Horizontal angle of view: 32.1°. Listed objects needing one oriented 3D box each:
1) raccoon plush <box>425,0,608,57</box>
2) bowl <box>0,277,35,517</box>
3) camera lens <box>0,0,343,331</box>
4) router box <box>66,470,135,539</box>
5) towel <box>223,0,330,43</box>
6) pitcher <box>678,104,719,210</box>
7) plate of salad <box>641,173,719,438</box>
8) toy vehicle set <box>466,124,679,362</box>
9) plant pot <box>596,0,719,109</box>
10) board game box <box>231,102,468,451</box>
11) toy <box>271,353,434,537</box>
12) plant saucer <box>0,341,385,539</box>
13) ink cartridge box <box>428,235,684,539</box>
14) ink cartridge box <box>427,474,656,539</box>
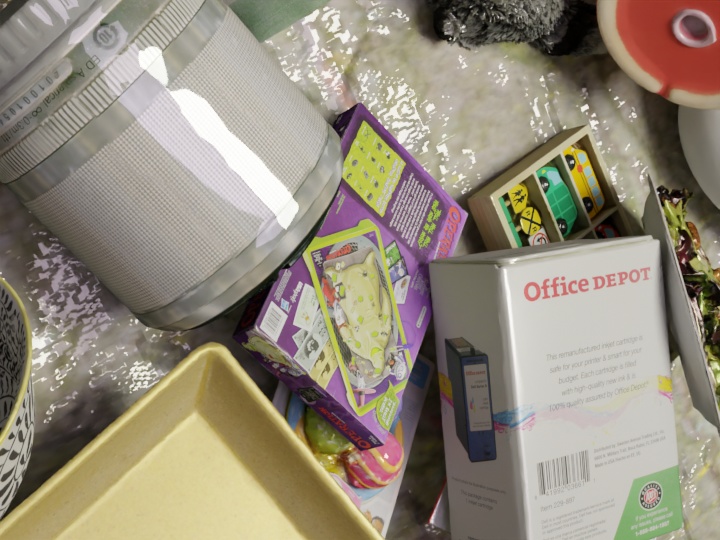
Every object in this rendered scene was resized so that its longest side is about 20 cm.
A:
[{"bbox_3d":[0.137,-0.211,0.870,0.198,0.133,0.098,-2,90,-30],"label":"raccoon plush"},{"bbox_3d":[-0.244,0.098,0.647,0.201,0.200,0.095,-44,140,-22],"label":"bowl"},{"bbox_3d":[-0.119,-0.079,0.708,0.200,0.159,0.160,48,69,-22],"label":"camera lens"},{"bbox_3d":[-0.126,0.236,0.767,0.200,0.051,0.150,46,68,-22],"label":"router box"},{"bbox_3d":[-0.119,-0.202,0.715,0.199,0.152,0.024,39,59,-23],"label":"towel"},{"bbox_3d":[0.338,-0.099,1.011,0.201,0.120,0.172,61,43,-27],"label":"pitcher"},{"bbox_3d":[0.245,0.024,0.908,0.047,0.200,0.203,-16,101,14],"label":"plate of salad"},{"bbox_3d":[0.163,0.008,0.938,0.124,0.026,0.202,-35,108,-35],"label":"toy vehicle set"},{"bbox_3d":[0.262,-0.224,0.885,0.201,0.199,0.178,47,54,-21],"label":"plant pot"},{"bbox_3d":[0.000,0.000,0.813,0.120,0.032,0.201,41,49,-21],"label":"board game box"},{"bbox_3d":[-0.007,0.118,0.813,0.115,0.047,0.202,35,60,-26],"label":"toy"},{"bbox_3d":[-0.096,0.180,0.712,0.200,0.048,0.200,-41,93,-22],"label":"plant saucer"},{"bbox_3d":[0.132,0.083,0.838,0.144,0.087,0.203,-9,97,-32],"label":"ink cartridge box"},{"bbox_3d":[0.131,0.172,0.919,0.199,0.050,0.110,32,75,-26],"label":"ink cartridge box"}]
